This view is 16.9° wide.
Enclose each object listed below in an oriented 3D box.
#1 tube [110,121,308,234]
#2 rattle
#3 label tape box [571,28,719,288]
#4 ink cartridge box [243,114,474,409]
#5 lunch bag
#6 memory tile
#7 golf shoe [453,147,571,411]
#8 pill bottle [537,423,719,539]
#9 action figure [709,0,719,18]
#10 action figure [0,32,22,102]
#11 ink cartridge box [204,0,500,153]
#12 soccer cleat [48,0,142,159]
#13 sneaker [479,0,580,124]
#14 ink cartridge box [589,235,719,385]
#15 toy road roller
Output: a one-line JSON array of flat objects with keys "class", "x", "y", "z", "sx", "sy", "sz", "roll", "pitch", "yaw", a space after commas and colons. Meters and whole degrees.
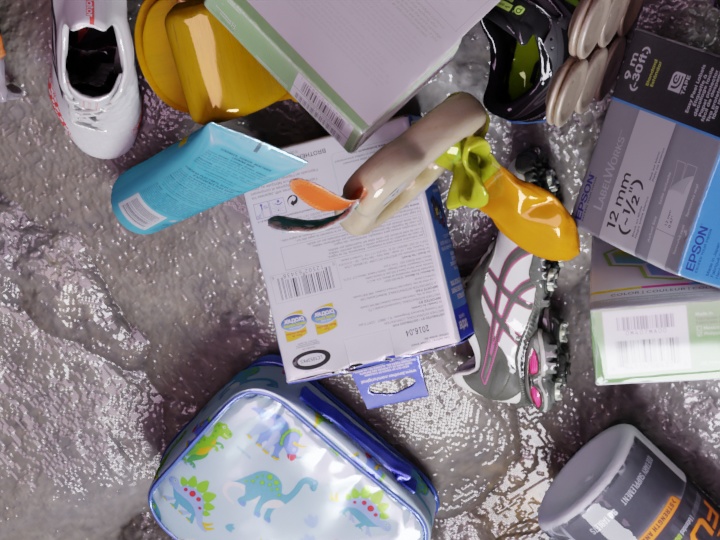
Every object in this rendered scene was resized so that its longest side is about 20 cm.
[{"class": "tube", "x": -0.117, "y": -0.068, "z": 1.727, "sx": 0.077, "sy": 0.200, "sz": 0.051, "roll": 16, "pitch": 73, "yaw": -26}, {"class": "rattle", "x": 0.042, "y": -0.028, "z": 1.608, "sx": 0.130, "sy": 0.200, "sz": 0.144, "roll": -26, "pitch": 95, "yaw": 27}, {"class": "label tape box", "x": 0.204, "y": -0.083, "z": 1.650, "sx": 0.066, "sy": 0.200, "sz": 0.144, "roll": 13, "pitch": 99, "yaw": -34}, {"class": "ink cartridge box", "x": 0.000, "y": 0.000, "z": 1.760, "sx": 0.135, "sy": 0.076, "sz": 0.202, "roll": -13, "pitch": 89, "yaw": 13}, {"class": "lunch bag", "x": -0.048, "y": 0.174, "z": 1.864, "sx": 0.200, "sy": 0.083, "sz": 0.161, "roll": 39, "pitch": 112, "yaw": -9}, {"class": "memory tile", "x": 0.175, "y": -0.200, "z": 1.648, "sx": 0.017, "sy": 0.153, "sz": 0.201, "roll": 23, "pitch": 112, "yaw": 15}, {"class": "golf shoe", "x": 0.108, "y": 0.008, "z": 1.783, "sx": 0.087, "sy": 0.077, "sz": 0.202, "roll": 4, "pitch": 111, "yaw": 15}, {"class": "pill bottle", "x": 0.237, "y": 0.218, "z": 1.832, "sx": 0.200, "sy": 0.106, "sz": 0.106, "roll": 42, "pitch": 111, "yaw": -11}, {"class": "action figure", "x": 0.294, "y": -0.194, "z": 1.660, "sx": 0.118, "sy": 0.102, "sz": 0.201, "roll": -26, "pitch": 107, "yaw": 1}, {"class": "action figure", "x": -0.270, "y": -0.205, "z": 1.732, "sx": 0.198, "sy": 0.105, "sz": 0.195, "roll": 12, "pitch": 122, "yaw": 3}, {"class": "ink cartridge box", "x": 0.015, "y": -0.198, "z": 1.623, "sx": 0.146, "sy": 0.048, "sz": 0.200, "roll": 45, "pitch": 71, "yaw": 5}, {"class": "soccer cleat", "x": -0.189, "y": -0.137, "z": 1.724, "sx": 0.068, "sy": 0.086, "sz": 0.201, "roll": -1, "pitch": 141, "yaw": -5}, {"class": "sneaker", "x": 0.129, "y": -0.194, "z": 1.686, "sx": 0.071, "sy": 0.082, "sz": 0.201, "roll": 27, "pitch": 118, "yaw": 33}, {"class": "ink cartridge box", "x": 0.215, "y": 0.012, "z": 1.701, "sx": 0.103, "sy": 0.200, "sz": 0.060, "roll": -4, "pitch": 110, "yaw": 8}, {"class": "toy road roller", "x": -0.060, "y": -0.169, "z": 1.692, "sx": 0.198, "sy": 0.146, "sz": 0.124, "roll": -11, "pitch": 111, "yaw": 12}]
